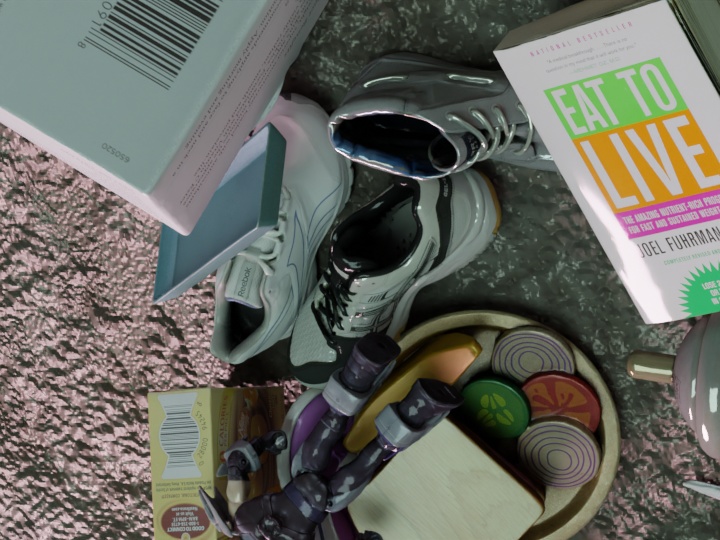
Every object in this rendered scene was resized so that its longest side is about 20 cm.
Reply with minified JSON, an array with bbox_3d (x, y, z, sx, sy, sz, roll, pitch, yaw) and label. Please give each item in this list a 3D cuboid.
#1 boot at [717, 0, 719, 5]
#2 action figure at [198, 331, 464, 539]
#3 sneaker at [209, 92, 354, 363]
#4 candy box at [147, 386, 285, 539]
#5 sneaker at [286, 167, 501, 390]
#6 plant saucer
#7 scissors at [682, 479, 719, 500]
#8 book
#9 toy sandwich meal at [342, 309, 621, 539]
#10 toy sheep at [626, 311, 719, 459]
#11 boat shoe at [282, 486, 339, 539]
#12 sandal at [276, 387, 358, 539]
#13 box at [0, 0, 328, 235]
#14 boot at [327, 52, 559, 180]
[{"bbox_3d":[0.212,-0.119,1.137,0.198,0.072,0.156,17,125,13],"label":"boot"},{"bbox_3d":[-0.024,0.139,1.257,0.130,0.069,0.200,42,106,8],"label":"action figure"},{"bbox_3d":[-0.057,-0.022,1.289,0.074,0.087,0.202,18,122,14],"label":"sneaker"},{"bbox_3d":[-0.095,0.183,1.352,0.055,0.115,0.202,-5,85,25],"label":"candy box"},{"bbox_3d":[0.000,0.000,1.264,0.200,0.087,0.076,-49,57,27],"label":"sneaker"},{"bbox_3d":[-0.093,-0.033,1.263,0.019,0.071,0.200,12,161,-21],"label":"plant saucer"},{"bbox_3d":[0.316,0.176,1.292,0.198,0.014,0.074,1,120,20],"label":"scissors"},{"bbox_3d":[0.179,-0.067,1.123,0.133,0.048,0.201,-15,116,43],"label":"book"},{"bbox_3d":[0.077,0.125,1.304,0.203,0.070,0.207,4,110,9],"label":"toy sandwich meal"},{"bbox_3d":[0.262,0.067,1.181,0.198,0.138,0.139,1,118,22],"label":"toy sheep"},{"bbox_3d":[-0.001,0.235,1.333,0.066,0.074,0.202,-16,102,-5],"label":"boat shoe"},{"bbox_3d":[-0.011,0.162,1.378,0.050,0.082,0.204,23,138,32],"label":"sandal"},{"bbox_3d":[-0.144,-0.162,1.155,0.199,0.131,0.200,30,85,10],"label":"box"},{"bbox_3d":[0.080,-0.083,1.193,0.198,0.096,0.074,7,121,18],"label":"boot"}]
